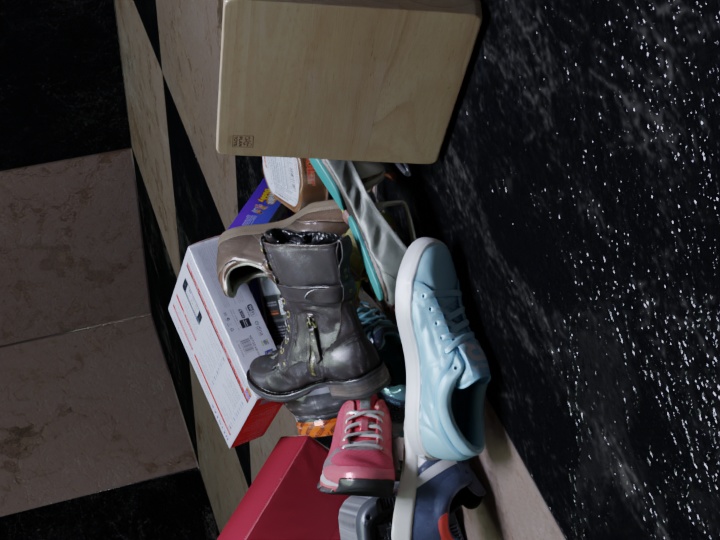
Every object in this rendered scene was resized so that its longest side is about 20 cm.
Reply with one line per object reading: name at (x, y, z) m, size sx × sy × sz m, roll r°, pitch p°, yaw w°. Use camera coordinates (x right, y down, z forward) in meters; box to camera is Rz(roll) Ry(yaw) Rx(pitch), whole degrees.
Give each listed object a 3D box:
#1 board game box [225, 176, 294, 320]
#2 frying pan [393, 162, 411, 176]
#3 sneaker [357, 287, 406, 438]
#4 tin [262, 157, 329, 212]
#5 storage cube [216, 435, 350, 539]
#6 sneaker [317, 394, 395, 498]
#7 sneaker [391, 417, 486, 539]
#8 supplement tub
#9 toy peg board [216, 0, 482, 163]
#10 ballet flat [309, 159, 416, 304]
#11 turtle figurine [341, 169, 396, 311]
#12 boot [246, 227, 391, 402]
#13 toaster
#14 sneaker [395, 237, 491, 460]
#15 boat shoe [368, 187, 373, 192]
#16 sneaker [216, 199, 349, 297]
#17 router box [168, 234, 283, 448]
board game box at (-0.113, -0.031, 1.552) m, size 0.200 × 0.044 × 0.136 m, roll -64°, pitch -24°, yaw -54°
frying pan at (0.016, -0.163, 1.205) m, size 0.190 × 0.031 × 0.116 m, roll -148°, pitch 46°, yaw -66°
sneaker at (0.019, 0.073, 1.322) m, size 0.201 × 0.077 × 0.087 m, roll 60°, pitch 152°, yaw 26°
tin at (-0.080, -0.130, 1.419) m, size 0.200 × 0.041 × 0.113 m, roll -145°, pitch 49°, yaw -69°
storage cube at (-0.058, 0.311, 1.435) m, size 0.170 × 0.181 × 0.200 m, roll 34°, pitch 167°, yaw -7°
sneaker at (-0.003, 0.162, 1.198) m, size 0.200 × 0.073 × 0.088 m, roll -110°, pitch 24°, yaw -84°
sneaker at (0.080, 0.184, 1.184) m, size 0.075 × 0.084 × 0.202 m, roll 87°, pitch -170°, yaw -65°
supplement tub at (-0.045, 0.086, 1.441) m, size 0.122 × 0.121 × 0.202 m, roll 177°, pitch 82°, yaw -75°
toy peg board at (-0.018, -0.189, 1.034) m, size 0.201 × 0.197 × 0.099 m, roll 105°, pitch 165°, yaw -59°
ballet flat at (0.006, -0.065, 1.163) m, size 0.201 × 0.063 × 0.067 m, roll 63°, pitch 175°, yaw 11°
turtle figurine at (0.000, 0.000, 1.242) m, size 0.162 × 0.064 × 0.201 m, roll -59°, pitch 45°, yaw 39°
boot at (-0.060, 0.038, 1.223) m, size 0.199 × 0.069 × 0.175 m, roll -5°, pitch 113°, yaw 41°
toaster at (0.042, 0.299, 1.296) m, size 0.129 × 0.113 × 0.202 m, roll 156°, pitch 98°, yaw -73°
sneaker at (0.085, 0.070, 1.100) m, size 0.081 × 0.074 × 0.202 m, roll -1°, pitch 96°, yaw 44°
boat shoe at (-0.040, -0.167, 1.223) m, size 0.071 × 0.069 × 0.202 m, roll 137°, pitch 116°, yaw -69°
sneaker at (-0.069, -0.018, 1.355) m, size 0.070 × 0.198 × 0.076 m, roll 37°, pitch -134°, yaw -51°
router box at (-0.158, 0.087, 1.464) m, size 0.201 × 0.049 × 0.180 m, roll 64°, pitch 155°, yaw 16°
